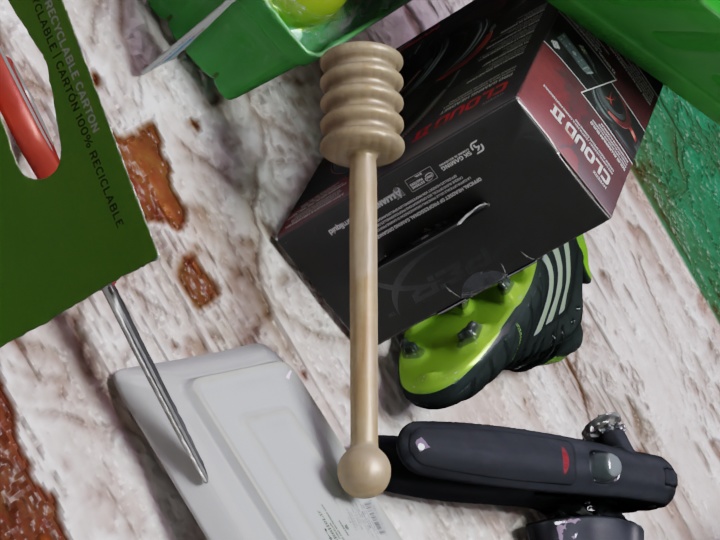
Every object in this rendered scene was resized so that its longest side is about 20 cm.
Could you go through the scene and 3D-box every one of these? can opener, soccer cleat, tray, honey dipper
[{"bbox_3d":[0.080,0.097,1.112,0.200,0.063,0.079,21,51,-46],"label":"can opener"},{"bbox_3d":[0.075,0.022,1.164,0.081,0.067,0.200,65,30,-19],"label":"soccer cleat"},{"bbox_3d":[-0.014,0.112,0.972,0.107,0.022,0.200,-8,61,-56],"label":"tray"},{"bbox_3d":[0.000,0.000,1.015,0.038,0.038,0.201,22,61,-45],"label":"honey dipper"}]

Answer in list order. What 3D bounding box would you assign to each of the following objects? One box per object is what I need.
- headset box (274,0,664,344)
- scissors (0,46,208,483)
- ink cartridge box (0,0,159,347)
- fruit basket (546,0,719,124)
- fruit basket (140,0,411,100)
[{"bbox_3d":[0.057,-0.060,1.116,0.075,0.148,0.200,50,35,-16],"label":"headset box"},{"bbox_3d":[-0.109,-0.009,0.933,0.073,0.014,0.200,82,-18,-77],"label":"scissors"},{"bbox_3d":[-0.176,-0.027,0.726,0.076,0.200,0.148,-6,71,-55],"label":"ink cartridge box"},{"bbox_3d":[0.144,-0.174,1.095,0.215,0.156,0.216,30,0,0],"label":"fruit basket"},{"bbox_3d":[-0.001,-0.174,1.078,0.094,0.200,0.185,45,34,3],"label":"fruit basket"}]
